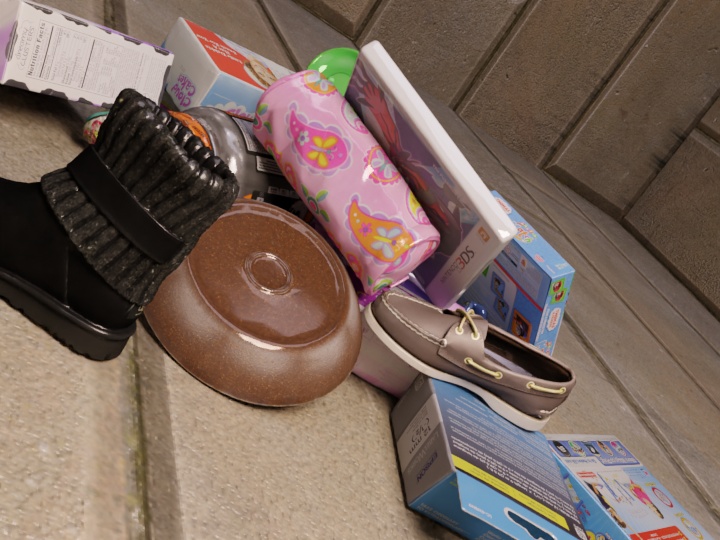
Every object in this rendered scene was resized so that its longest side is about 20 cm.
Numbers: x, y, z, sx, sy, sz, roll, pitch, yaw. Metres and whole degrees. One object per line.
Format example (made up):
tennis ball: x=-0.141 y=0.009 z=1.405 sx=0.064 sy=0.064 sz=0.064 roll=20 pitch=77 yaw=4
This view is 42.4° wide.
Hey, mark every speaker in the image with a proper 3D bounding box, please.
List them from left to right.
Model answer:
speaker: x=-0.010 y=-0.148 z=0.996 sx=0.088 sy=0.088 sz=0.201 roll=43 pitch=-12 yaw=22

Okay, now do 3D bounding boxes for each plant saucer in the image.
plant saucer: x=-0.079 y=0.011 z=0.743 sx=0.197 sy=0.037 sz=0.203 roll=19 pitch=45 yaw=-20

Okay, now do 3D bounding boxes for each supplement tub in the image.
supplement tub: x=-0.119 y=-0.085 z=0.889 sx=0.123 sy=0.124 sz=0.198 roll=46 pitch=22 yaw=29

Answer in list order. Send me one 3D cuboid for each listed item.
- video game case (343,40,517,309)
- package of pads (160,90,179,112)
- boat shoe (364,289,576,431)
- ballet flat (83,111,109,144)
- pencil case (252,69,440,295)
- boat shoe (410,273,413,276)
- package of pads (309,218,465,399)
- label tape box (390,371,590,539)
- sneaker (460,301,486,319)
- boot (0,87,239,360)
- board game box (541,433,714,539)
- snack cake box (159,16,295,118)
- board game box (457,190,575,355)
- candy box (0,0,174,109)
video game case: x=0.045 y=-0.075 z=0.831 sx=0.202 sy=0.023 sz=0.183 roll=55 pitch=-21 yaw=10
package of pads: x=-0.182 y=-0.197 z=1.154 sx=0.154 sy=0.069 sz=0.200 roll=41 pitch=17 yaw=7
boat shoe: x=0.097 y=0.068 z=0.812 sx=0.198 sy=0.060 sz=0.072 roll=31 pitch=30 yaw=-11
ballet flat: x=-0.186 y=-0.110 z=0.934 sx=0.198 sy=0.075 sz=0.065 roll=6 pitch=68 yaw=-51
pencil case: x=-0.015 y=-0.079 z=0.810 sx=0.201 sy=0.087 sz=0.087 roll=53 pitch=21 yaw=12
boat shoe: x=0.000 y=0.000 z=1.013 sx=0.199 sy=0.072 sz=0.068 roll=37 pitch=-22 yaw=-6
package of pads: x=0.017 y=0.047 z=0.889 sx=0.198 sy=0.076 sz=0.121 roll=31 pitch=26 yaw=-18
label tape box: x=0.105 y=0.180 z=0.757 sx=0.142 sy=0.067 sz=0.201 roll=31 pitch=20 yaw=-16
sneaker: x=0.129 y=0.101 z=0.982 sx=0.075 sy=0.079 sz=0.201 roll=24 pitch=21 yaw=-34
boot: x=-0.198 y=-0.060 z=0.611 sx=0.209 sy=0.159 sz=0.080 roll=34 pitch=17 yaw=-9
board game box: x=0.260 y=0.249 z=0.900 sx=0.198 sy=0.056 sz=0.196 roll=15 pitch=28 yaw=-52
snack cake box: x=-0.124 y=-0.193 z=1.043 sx=0.198 sy=0.067 sz=0.116 roll=16 pitch=31 yaw=-48
board game box: x=0.162 y=0.038 z=1.037 sx=0.036 sy=0.203 sz=0.152 roll=-14 pitch=43 yaw=-24
candy box: x=-0.304 y=-0.212 z=0.865 sx=0.166 sy=0.073 sz=0.199 roll=24 pitch=10 yaw=25
